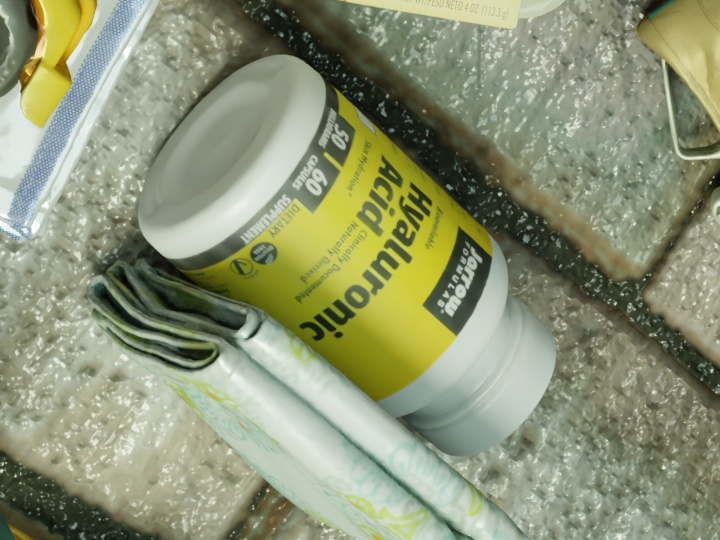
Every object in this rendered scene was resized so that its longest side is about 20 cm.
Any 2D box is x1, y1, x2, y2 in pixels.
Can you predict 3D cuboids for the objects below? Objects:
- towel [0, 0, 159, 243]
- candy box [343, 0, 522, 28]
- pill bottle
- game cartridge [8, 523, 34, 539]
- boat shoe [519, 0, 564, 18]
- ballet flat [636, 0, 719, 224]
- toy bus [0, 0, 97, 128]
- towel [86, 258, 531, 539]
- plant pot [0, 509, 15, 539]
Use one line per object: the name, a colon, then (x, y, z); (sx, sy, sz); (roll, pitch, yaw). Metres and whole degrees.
towel: (-0.195, -0.116, 0.992); (0.199, 0.024, 0.147); (28, 91, -27)
candy box: (-0.018, -0.182, 0.987); (0.199, 0.055, 0.116); (8, 106, -13)
pill bottle: (0.000, 0.000, 1.060); (0.200, 0.111, 0.111); (41, 86, -28)
game cartridge: (-0.159, 0.244, 1.046); (0.176, 0.032, 0.201); (32, 92, 16)
boat shoe: (0.050, -0.218, 1.049); (0.071, 0.060, 0.201); (-23, 112, 1)
ballet flat: (0.200, -0.061, 1.167); (0.063, 0.069, 0.201); (-21, 112, 14)
toy bus: (-0.162, -0.185, 0.891); (0.200, 0.136, 0.192); (37, 95, -26)
towel: (-0.027, 0.075, 1.036); (0.200, 0.171, 0.048); (41, 80, -27)
plant pot: (-0.273, 0.118, 0.962); (0.200, 0.141, 0.142); (34, 89, -20)
